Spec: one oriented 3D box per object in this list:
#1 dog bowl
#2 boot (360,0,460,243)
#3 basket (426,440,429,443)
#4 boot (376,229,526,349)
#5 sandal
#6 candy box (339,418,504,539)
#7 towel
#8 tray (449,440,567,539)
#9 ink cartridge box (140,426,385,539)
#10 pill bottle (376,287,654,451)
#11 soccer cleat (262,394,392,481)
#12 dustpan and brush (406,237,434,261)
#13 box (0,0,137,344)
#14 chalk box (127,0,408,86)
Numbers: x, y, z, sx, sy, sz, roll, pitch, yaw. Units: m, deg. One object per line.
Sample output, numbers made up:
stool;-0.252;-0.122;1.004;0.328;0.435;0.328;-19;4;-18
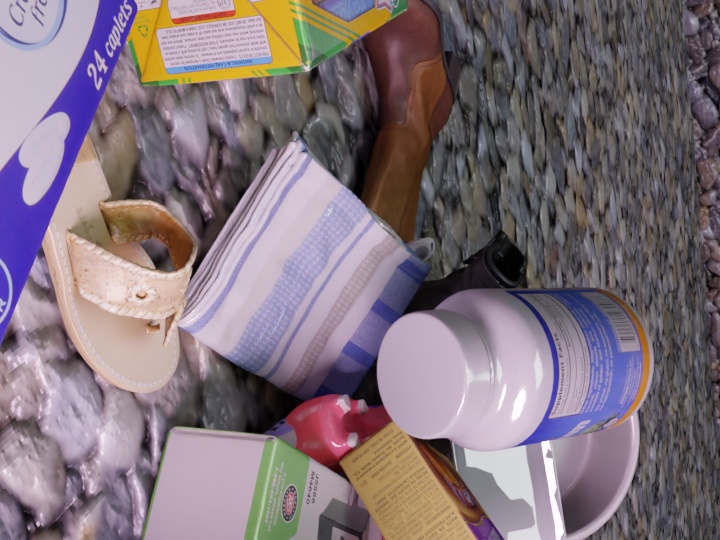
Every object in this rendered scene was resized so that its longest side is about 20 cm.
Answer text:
dog bowl;0.159;0.148;0.881;0.199;0.059;0.202;0;90;-25
boot;0.019;-0.130;0.876;0.188;0.068;0.201;52;52;-61
basket;0.144;0.126;1.027;0.200;0.123;0.137;-17;104;-63
boot;0.085;0.018;0.853;0.070;0.132;0.200;45;14;-9
sandal;-0.125;-0.011;0.547;0.078;0.069;0.213;-61;141;-45
candy box;0.075;0.204;0.673;0.200;0.056;0.117;56;5;32
towel;-0.032;0.013;0.709;0.147;0.024;0.200;-58;140;-7
tray;0.111;0.152;0.807;0.107;0.022;0.201;-13;96;-34
ink cartridge box;-0.057;0.202;0.662;0.200;0.084;0.146;45;50;-55
pill bottle;0.110;0.068;0.714;0.199;0.112;0.113;-1;90;-42
soccer cleat;-0.003;0.137;0.773;0.200;0.076;0.067;33;41;-60
dustpan and brush;0.000;0.000;0.808;0.200;0.057;0.141;-28;115;-60
box;-0.199;-0.089;0.362;0.200;0.104;0.185;51;45;-50
chalk box;-0.053;-0.205;0.638;0.200;0.124;0.125;-45;128;-54
